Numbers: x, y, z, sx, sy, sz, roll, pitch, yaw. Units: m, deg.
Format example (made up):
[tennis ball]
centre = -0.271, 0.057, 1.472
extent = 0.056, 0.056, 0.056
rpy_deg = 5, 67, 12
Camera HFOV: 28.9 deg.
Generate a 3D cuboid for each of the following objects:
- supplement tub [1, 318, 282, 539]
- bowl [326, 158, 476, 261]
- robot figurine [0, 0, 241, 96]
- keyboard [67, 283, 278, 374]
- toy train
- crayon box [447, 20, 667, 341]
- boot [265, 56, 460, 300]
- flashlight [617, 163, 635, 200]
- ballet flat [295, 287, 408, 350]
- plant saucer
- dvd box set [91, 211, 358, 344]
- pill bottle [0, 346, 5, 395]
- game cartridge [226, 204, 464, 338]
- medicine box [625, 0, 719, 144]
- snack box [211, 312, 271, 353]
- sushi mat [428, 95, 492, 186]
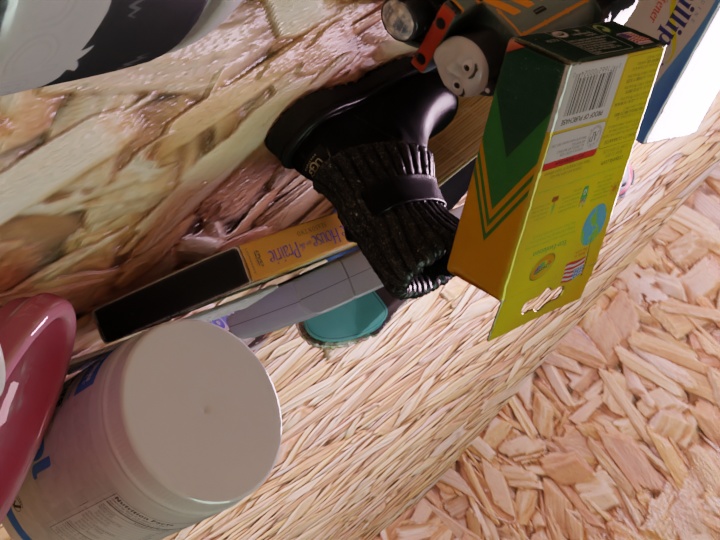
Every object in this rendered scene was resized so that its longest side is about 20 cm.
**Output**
[supplement tub]
centre = -0.161, 0.126, 0.973
extent = 0.200, 0.132, 0.132
rpy_deg = -32, 178, 44
[bowl]
centre = 0.048, -0.071, 1.294
extent = 0.200, 0.039, 0.201
rpy_deg = -41, 167, -12
[robot figurine]
centre = -0.119, -0.126, 0.477
extent = 0.200, 0.149, 0.126
rpy_deg = -26, 121, -51
[keyboard]
centre = -0.151, 0.048, 1.008
extent = 0.199, 0.011, 0.056
rpy_deg = -21, 180, -34
[toy train]
centre = 0.104, -0.185, 0.958
extent = 0.200, 0.114, 0.085
rpy_deg = -32, 162, -41
[crayon box]
centre = 0.127, -0.062, 0.941
extent = 0.127, 0.051, 0.201
rpy_deg = -18, 130, -48
[boot]
centre = 0.042, -0.068, 1.030
extent = 0.211, 0.158, 0.080
rpy_deg = -28, 159, -47
[flashlight]
centre = 0.327, -0.138, 1.850
extent = 0.068, 0.068, 0.200
rpy_deg = -50, 167, 5
[ballet flat]
centre = 0.007, 0.027, 1.412
extent = 0.199, 0.076, 0.064
rpy_deg = -31, 178, -32
[plant saucer]
centre = -0.236, 0.102, 0.839
extent = 0.201, 0.051, 0.202
rpy_deg = 24, 90, -89
[dvd box set]
centre = -0.082, -0.002, 1.027
extent = 0.146, 0.030, 0.200
rpy_deg = -22, 180, 32
[pill bottle]
centre = -0.271, 0.067, 0.639
extent = 0.200, 0.104, 0.104
rpy_deg = -34, 163, -34
[game cartridge]
centre = 0.000, 0.000, 1.143
extent = 0.199, 0.042, 0.133
rpy_deg = -24, -174, -36
[medicine box]
centre = 0.304, -0.230, 1.354
extent = 0.200, 0.103, 0.183
rpy_deg = -16, 136, -61
[snack box]
centre = -0.133, 0.065, 1.205
extent = 0.072, 0.024, 0.200
rpy_deg = -48, 166, 22
[sushi mat]
centre = 0.086, -0.126, 1.145
extent = 0.200, 0.095, 0.012
rpy_deg = -39, 131, -19
